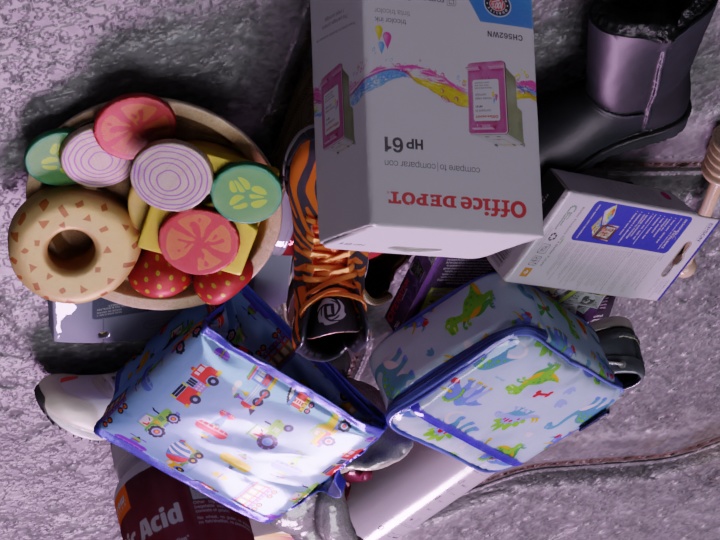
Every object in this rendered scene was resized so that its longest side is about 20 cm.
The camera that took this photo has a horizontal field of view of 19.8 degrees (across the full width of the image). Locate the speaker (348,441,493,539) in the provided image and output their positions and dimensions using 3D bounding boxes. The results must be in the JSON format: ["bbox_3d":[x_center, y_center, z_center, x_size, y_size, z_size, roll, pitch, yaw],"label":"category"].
[{"bbox_3d":[0.070,0.191,1.998,0.200,0.081,0.081,-38,141,25],"label":"speaker"}]

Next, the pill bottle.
[{"bbox_3d":[-0.156,0.231,1.838,0.114,0.200,0.114,-13,144,-10],"label":"pill bottle"}]

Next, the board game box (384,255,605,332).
[{"bbox_3d":[0.128,0.003,1.706,0.200,0.032,0.120,2,133,-34],"label":"board game box"}]

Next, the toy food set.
[{"bbox_3d":[-0.157,-0.046,1.539,0.200,0.049,0.198,16,125,-10],"label":"toy food set"}]

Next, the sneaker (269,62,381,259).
[{"bbox_3d":[-0.004,-0.084,1.572,0.112,0.071,0.200,9,135,-18],"label":"sneaker"}]

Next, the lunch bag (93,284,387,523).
[{"bbox_3d":[-0.087,0.122,1.680,0.200,0.094,0.151,39,120,-15],"label":"lunch bag"}]

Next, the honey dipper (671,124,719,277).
[{"bbox_3d":[0.307,-0.055,1.817,0.038,0.038,0.200,-11,147,-12],"label":"honey dipper"}]

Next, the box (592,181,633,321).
[{"bbox_3d":[0.161,0.005,1.827,0.143,0.036,0.200,-8,143,-14],"label":"box"}]

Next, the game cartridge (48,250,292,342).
[{"bbox_3d":[-0.155,0.003,1.671,0.200,0.042,0.133,-9,148,-15],"label":"game cartridge"}]

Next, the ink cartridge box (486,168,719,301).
[{"bbox_3d":[0.199,-0.026,1.670,0.200,0.037,0.095,9,125,-42],"label":"ink cartridge box"}]

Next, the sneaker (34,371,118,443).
[{"bbox_3d":[-0.182,0.098,1.773,0.200,0.070,0.093,13,119,-36],"label":"sneaker"}]

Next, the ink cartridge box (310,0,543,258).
[{"bbox_3d":[0.046,-0.115,1.451,0.144,0.200,0.085,2,171,-29],"label":"ink cartridge box"}]

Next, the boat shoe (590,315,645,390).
[{"bbox_3d":[0.157,0.106,1.824,0.200,0.062,0.073,-24,147,3],"label":"boat shoe"}]

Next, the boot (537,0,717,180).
[{"bbox_3d":[0.174,-0.148,1.584,0.200,0.076,0.168,-19,148,-10],"label":"boot"}]

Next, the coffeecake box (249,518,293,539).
[{"bbox_3d":[-0.122,0.257,1.988,0.200,0.073,0.154,-11,152,-12],"label":"coffeecake box"}]

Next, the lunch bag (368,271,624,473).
[{"bbox_3d":[0.111,0.091,1.707,0.161,0.082,0.200,-32,146,18],"label":"lunch bag"}]

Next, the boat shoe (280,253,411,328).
[{"bbox_3d":[-0.005,0.000,1.703,0.075,0.075,0.202,4,139,-30],"label":"boat shoe"}]

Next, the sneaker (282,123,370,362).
[{"bbox_3d":[-0.016,-0.010,1.516,0.078,0.112,0.200,-4,137,0],"label":"sneaker"}]

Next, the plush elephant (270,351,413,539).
[{"bbox_3d":[-0.025,0.155,1.829,0.155,0.165,0.200,-36,149,11],"label":"plush elephant"}]
